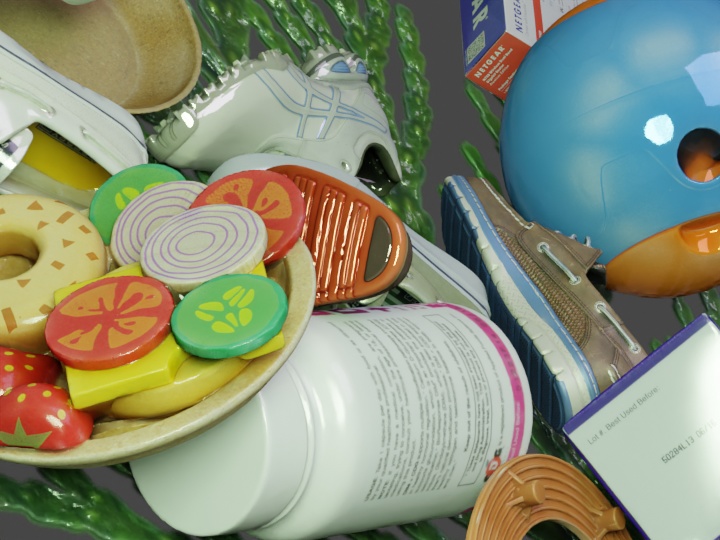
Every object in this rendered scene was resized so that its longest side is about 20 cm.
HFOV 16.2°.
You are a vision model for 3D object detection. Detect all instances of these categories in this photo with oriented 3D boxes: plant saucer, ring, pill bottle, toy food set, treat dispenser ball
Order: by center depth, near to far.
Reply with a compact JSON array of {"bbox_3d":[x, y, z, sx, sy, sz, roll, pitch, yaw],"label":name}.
[{"bbox_3d":[-0.114,0.016,1.177,0.200,0.198,0.049,-110,-176,-54],"label":"toy food set"},{"bbox_3d":[-0.014,0.075,1.264,0.200,0.113,0.113,-3,53,-51],"label":"pill bottle"},{"bbox_3d":[0.112,0.190,1.283,0.200,0.019,0.201,33,48,-47],"label":"ring"},{"bbox_3d":[-0.183,-0.150,1.415,0.200,0.035,0.200,27,34,-20],"label":"plant saucer"},{"bbox_3d":[0.188,-0.082,1.606,0.201,0.201,0.201,29,33,-22],"label":"treat dispenser ball"}]

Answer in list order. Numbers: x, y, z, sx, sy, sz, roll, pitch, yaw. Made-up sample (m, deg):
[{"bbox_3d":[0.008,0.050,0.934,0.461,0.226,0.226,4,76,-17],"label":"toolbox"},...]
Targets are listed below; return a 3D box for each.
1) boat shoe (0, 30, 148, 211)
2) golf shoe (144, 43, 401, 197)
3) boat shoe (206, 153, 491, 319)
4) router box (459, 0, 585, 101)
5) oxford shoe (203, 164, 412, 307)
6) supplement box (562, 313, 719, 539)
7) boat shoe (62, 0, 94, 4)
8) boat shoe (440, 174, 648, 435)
[{"bbox_3d":[-0.192,-0.074,1.293,0.200,0.071,0.070,29,30,-34],"label":"boat shoe"},{"bbox_3d":[-0.039,-0.073,1.462,0.200,0.078,0.097,-17,71,-54],"label":"golf shoe"},{"bbox_3d":[0.000,0.000,1.416,0.200,0.072,0.062,28,31,-29],"label":"boat shoe"},{"bbox_3d":[0.155,-0.170,1.825,0.179,0.049,0.200,29,33,-22],"label":"router box"},{"bbox_3d":[-0.034,-0.012,1.296,0.072,0.200,0.071,19,82,-41],"label":"oxford shoe"},{"bbox_3d":[0.194,0.103,1.411,0.103,0.101,0.200,52,6,13],"label":"supplement box"},{"bbox_3d":[-0.188,-0.182,1.350,0.061,0.072,0.201,17,14,25],"label":"boat shoe"},{"bbox_3d":[0.109,0.015,1.491,0.072,0.072,0.200,-16,51,-15],"label":"boat shoe"}]
